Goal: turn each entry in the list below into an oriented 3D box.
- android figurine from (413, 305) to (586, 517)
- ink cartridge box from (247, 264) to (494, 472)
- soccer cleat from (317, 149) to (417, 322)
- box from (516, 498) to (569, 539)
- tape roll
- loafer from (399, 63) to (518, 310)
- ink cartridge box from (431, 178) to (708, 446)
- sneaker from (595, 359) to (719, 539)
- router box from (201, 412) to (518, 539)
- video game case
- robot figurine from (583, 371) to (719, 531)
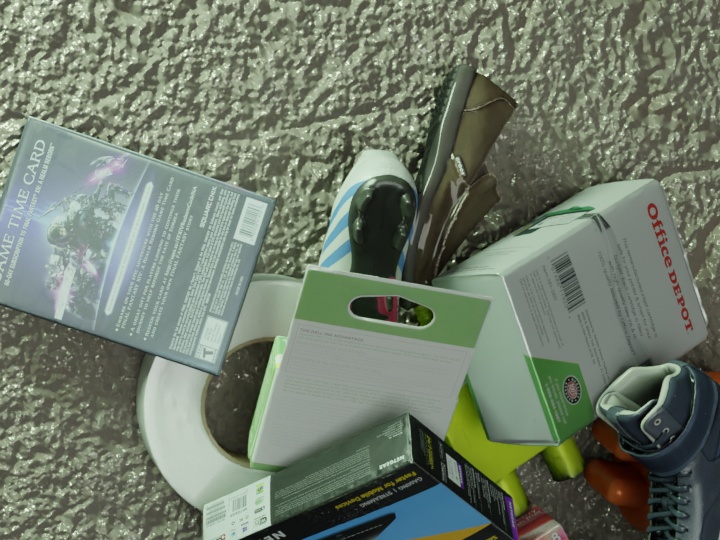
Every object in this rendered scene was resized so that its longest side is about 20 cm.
[{"bbox_3d":[0.107,0.098,1.524,0.182,0.041,0.200,-33,104,-19],"label":"android figurine"},{"bbox_3d":[0.005,0.075,1.406,0.145,0.048,0.200,10,123,-10],"label":"ink cartridge box"},{"bbox_3d":[0.000,0.000,1.442,0.070,0.086,0.200,13,116,-12],"label":"soccer cleat"},{"bbox_3d":[0.085,0.282,1.530,0.200,0.103,0.095,-31,107,-8],"label":"box"},{"bbox_3d":[-0.077,0.103,1.484,0.202,0.037,0.204,-3,99,-17],"label":"tape roll"},{"bbox_3d":[0.078,-0.061,1.472,0.071,0.073,0.201,17,90,-6],"label":"loafer"},{"bbox_3d":[0.171,0.030,1.482,0.200,0.084,0.146,-29,105,-37],"label":"ink cartridge box"},{"bbox_3d":[0.228,0.168,1.432,0.146,0.077,0.203,30,78,-33],"label":"sneaker"},{"bbox_3d":[0.000,0.197,1.440,0.200,0.051,0.149,-27,134,25],"label":"router box"},{"bbox_3d":[-0.180,-0.018,1.420,0.199,0.019,0.143,19,87,-8],"label":"video game case"},{"bbox_3d":[0.291,0.168,1.565,0.199,0.117,0.144,6,63,-17],"label":"robot figurine"}]
